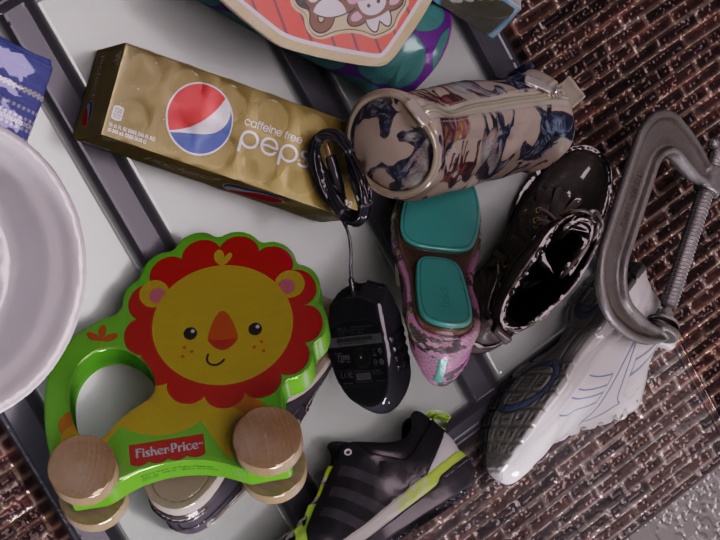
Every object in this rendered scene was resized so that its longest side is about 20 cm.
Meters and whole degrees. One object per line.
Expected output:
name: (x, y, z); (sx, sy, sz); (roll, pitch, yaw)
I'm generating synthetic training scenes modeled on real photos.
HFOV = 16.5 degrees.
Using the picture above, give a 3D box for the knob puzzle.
knob puzzle: (-0.015, -0.232, 1.675); (0.218, 0.030, 0.221); (-3, 98, -21)

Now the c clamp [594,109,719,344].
c clamp: (0.234, -0.027, 1.839); (0.171, 0.027, 0.201); (51, 55, -44)

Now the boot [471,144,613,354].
boot: (0.140, -0.018, 1.767); (0.069, 0.174, 0.200); (35, 75, -5)

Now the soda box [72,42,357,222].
soda box: (-0.093, -0.094, 1.723); (0.199, 0.064, 0.068); (18, 82, -24)

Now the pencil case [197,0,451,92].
pencil case: (-0.036, -0.197, 1.739); (0.199, 0.085, 0.093); (27, 47, -23)

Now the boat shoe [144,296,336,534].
boat shoe: (-0.078, 0.102, 1.744); (0.200, 0.072, 0.063); (-50, 152, -23)

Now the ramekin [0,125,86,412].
ramekin: (-0.286, -0.002, 1.596); (0.199, 0.098, 0.202); (-2, 94, -27)

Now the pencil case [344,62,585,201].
pencil case: (0.073, -0.100, 1.750); (0.078, 0.090, 0.200); (49, 33, 19)

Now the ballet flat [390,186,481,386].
ballet flat: (0.052, 0.006, 1.764); (0.069, 0.201, 0.071); (9, 129, -8)

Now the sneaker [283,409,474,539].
sneaker: (-0.011, 0.166, 1.771); (0.199, 0.072, 0.083); (-29, 78, -24)

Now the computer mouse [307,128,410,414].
computer mouse: (0.000, 0.000, 1.713); (0.034, 0.058, 0.201); (-16, 99, -49)

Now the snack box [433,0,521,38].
snack box: (0.028, -0.259, 1.762); (0.199, 0.037, 0.117); (30, 38, -22)

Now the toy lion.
toy lion: (-0.117, 0.067, 1.684); (0.199, 0.069, 0.193); (-9, 63, 0)

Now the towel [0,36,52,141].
towel: (-0.302, -0.079, 1.651); (0.144, 0.024, 0.201); (25, 81, -25)

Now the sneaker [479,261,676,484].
sneaker: (0.168, 0.087, 1.843); (0.200, 0.074, 0.087); (-48, 113, -17)
